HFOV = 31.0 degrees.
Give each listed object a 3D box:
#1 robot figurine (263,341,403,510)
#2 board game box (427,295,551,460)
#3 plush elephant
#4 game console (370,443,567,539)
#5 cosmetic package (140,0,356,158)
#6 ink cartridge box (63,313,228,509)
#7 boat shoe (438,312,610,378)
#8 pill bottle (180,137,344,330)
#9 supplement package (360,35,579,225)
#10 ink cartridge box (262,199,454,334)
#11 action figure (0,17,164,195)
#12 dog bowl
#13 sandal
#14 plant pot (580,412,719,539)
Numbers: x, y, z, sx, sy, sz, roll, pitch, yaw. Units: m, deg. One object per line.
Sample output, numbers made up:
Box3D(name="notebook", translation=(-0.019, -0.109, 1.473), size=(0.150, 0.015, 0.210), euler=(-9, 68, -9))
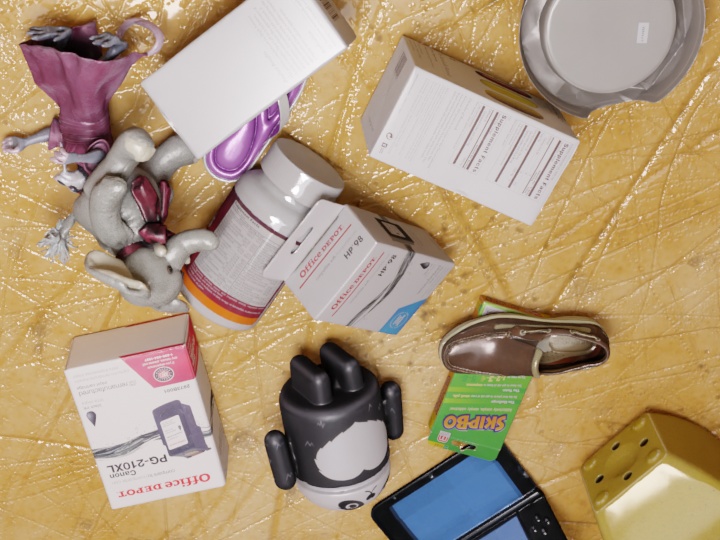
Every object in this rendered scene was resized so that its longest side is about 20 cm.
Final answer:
Box3D(name="robot figurine", translation=(-0.028, 0.190, 1.543), size=(0.150, 0.125, 0.201), euler=(-3, 116, 10))
Box3D(name="board game box", translation=(0.155, 0.134, 1.583), size=(0.095, 0.030, 0.201), euler=(16, 107, -12))
Box3D(name="plush elephant", translation=(-0.224, -0.034, 1.357), size=(0.200, 0.165, 0.155), euler=(-43, 82, 6))
Box3D(name="game console", translation=(0.141, 0.339, 1.641), size=(0.200, 0.171, 0.118), euler=(-35, 141, 12))
Box3D(name="cosmetic package", translation=(-0.113, -0.214, 1.323), size=(0.200, 0.074, 0.102), euler=(-33, 100, 17))
Box3D(name="ink cartridge box", translation=(-0.248, 0.168, 1.534), size=(0.144, 0.084, 0.201), euler=(-12, 116, 1))
Box3D(name="boat shoe", translation=(0.194, 0.091, 1.517), size=(0.201, 0.075, 0.075), euler=(-8, 112, -4))
Box3D(name="pill bottle", translation=(-0.110, -0.040, 1.433), size=(0.109, 0.110, 0.200), euler=(30, 109, -18))
Box3D(name="supplement package", translation=(0.115, -0.151, 1.399), size=(0.199, 0.114, 0.110), euler=(21, 113, -16))
Box3D(name="ink cartridge box", translation=(0.000, 0.000, 1.429), size=(0.116, 0.067, 0.200), euler=(-51, 147, 18))
Box3D(name="action figure", translation=(-0.294, -0.166, 1.379), size=(0.149, 0.134, 0.201), euler=(-28, 133, -34))
Box3D(name="dog bowl", translation=(0.262, -0.264, 1.388), size=(0.199, 0.059, 0.201), euler=(-2, 117, -4))
Box3D(name="sandal", translation=(-0.108, -0.180, 1.398), size=(0.082, 0.050, 0.203), euler=(18, 113, -14))
Box3D(name="plant pot", translation=(0.382, 0.295, 1.605), size=(0.200, 0.194, 0.195), euler=(42, 105, -15))
